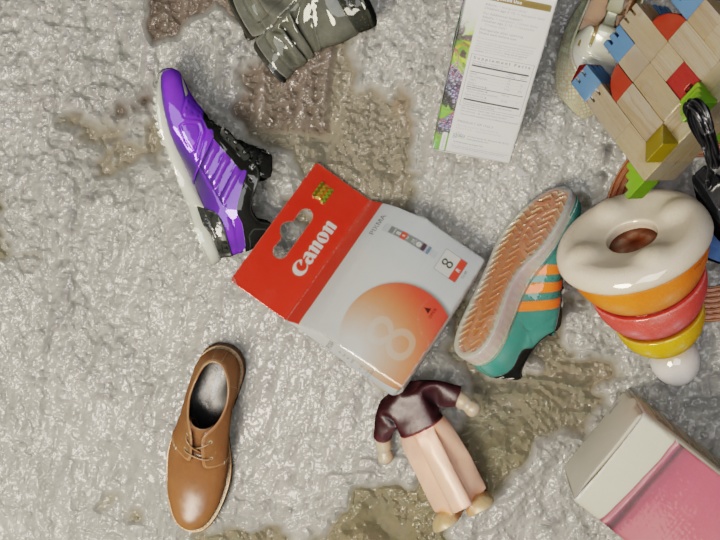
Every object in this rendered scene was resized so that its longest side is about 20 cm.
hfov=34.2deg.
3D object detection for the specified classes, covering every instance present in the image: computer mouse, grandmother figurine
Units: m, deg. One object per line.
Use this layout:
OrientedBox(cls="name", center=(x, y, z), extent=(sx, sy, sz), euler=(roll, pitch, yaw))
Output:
OrientedBox(cls="computer mouse", center=(0.316, -0.089, 1.032), extent=(0.034, 0.200, 0.059), euler=(-27, 55, 6))
OrientedBox(cls="grandmother figurine", center=(0.064, 0.157, 1.183), extent=(0.121, 0.061, 0.201), euler=(-30, 93, 6))

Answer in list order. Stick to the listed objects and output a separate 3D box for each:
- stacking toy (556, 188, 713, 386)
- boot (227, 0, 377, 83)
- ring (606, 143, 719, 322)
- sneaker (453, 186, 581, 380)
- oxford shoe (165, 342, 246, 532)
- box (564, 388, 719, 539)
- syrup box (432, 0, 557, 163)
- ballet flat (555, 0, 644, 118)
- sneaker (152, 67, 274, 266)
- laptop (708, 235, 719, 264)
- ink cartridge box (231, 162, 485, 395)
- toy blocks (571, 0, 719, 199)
OrientedBox(cls="stacking toy", center=(0.281, 0.037, 1.120), extent=(0.146, 0.146, 0.201), euler=(-22, 121, 6))
OrientedBox(cls="boot", center=(-0.080, -0.298, 1.159), extent=(0.130, 0.068, 0.201), euler=(-25, 91, 12))
OrientedBox(cls="ring", center=(0.343, -0.048, 1.163), extent=(0.199, 0.019, 0.202), euler=(0, 94, 5))
OrientedBox(cls="sneaker", center=(0.170, 0.015, 1.164), extent=(0.080, 0.071, 0.201), euler=(34, 83, -33))
OrientedBox(cls="oxford shoe", center=(-0.166, 0.176, 1.199), extent=(0.071, 0.071, 0.201), euler=(9, 97, 2))
OrientedBox(cls="box", center=(0.310, 0.226, 1.132), extent=(0.200, 0.128, 0.109), euler=(38, 97, 2))
OrientedBox(cls="syrup box", center=(0.124, -0.201, 1.081), extent=(0.081, 0.079, 0.200), euler=(11, 139, 2))
OrientedBox(cls="ballet flat", center=(0.238, -0.247, 1.134), extent=(0.067, 0.062, 0.201), euler=(17, 96, 4))
OrientedBox(cls="sneaker", center=(-0.140, -0.114, 1.179), extent=(0.099, 0.070, 0.201), euler=(-18, 97, -1))
OrientedBox(cls="laptop", center=(0.390, -0.093, 1.045), extent=(0.116, 0.187, 0.200), euler=(-48, 133, -19))
OrientedBox(cls="ink cartridge box", center=(0.000, 0.000, 1.150), extent=(0.200, 0.050, 0.162), euler=(36, 70, -2))
OrientedBox(cls="toy blocks", center=(0.281, -0.183, 1.062), extent=(0.200, 0.100, 0.137), euler=(-52, 58, 38))
